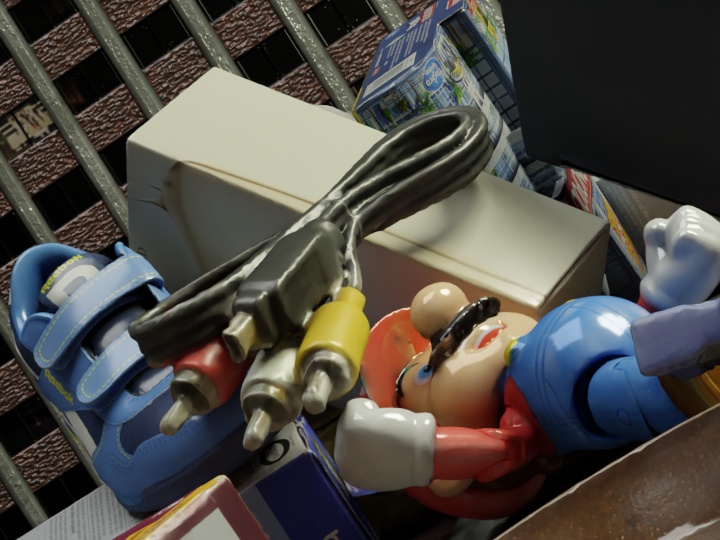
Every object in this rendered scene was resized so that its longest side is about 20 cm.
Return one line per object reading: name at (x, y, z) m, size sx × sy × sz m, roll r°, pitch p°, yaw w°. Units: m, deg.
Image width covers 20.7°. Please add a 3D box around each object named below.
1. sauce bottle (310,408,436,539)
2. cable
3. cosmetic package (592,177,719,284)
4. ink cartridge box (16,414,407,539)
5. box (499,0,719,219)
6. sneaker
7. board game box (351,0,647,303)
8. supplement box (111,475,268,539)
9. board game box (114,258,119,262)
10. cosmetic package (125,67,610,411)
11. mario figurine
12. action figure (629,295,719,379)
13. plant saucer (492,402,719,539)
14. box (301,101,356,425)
sauce bottle at (-0.040, 0.119, 0.909) m, size 0.199 × 0.066 × 0.066 m, roll -32°, pitch 1°, yaw 17°
cable at (-0.015, 0.001, 0.756) m, size 0.097 × 0.051 × 0.200 m, roll -8°, pitch 23°, yaw 32°
cosmetic package at (0.201, -0.052, 1.015) m, size 0.107 × 0.090 × 0.200 m, roll -33°, pitch -2°, yaw -39°
ink cartridge box at (-0.065, 0.120, 0.790) m, size 0.200 × 0.077 × 0.136 m, roll -34°, pitch 12°, yaw -2°
box at (0.196, -0.115, 0.830) m, size 0.200 × 0.118 × 0.196 m, roll -34°, pitch 37°, yaw -30°
sneaker at (-0.096, 0.038, 0.802) m, size 0.074 × 0.083 × 0.200 m, roll -35°, pitch 23°, yaw -19°
board game box at (0.081, -0.030, 0.958) m, size 0.062 × 0.200 × 0.200 m, roll -33°, pitch 11°, yaw 12°
supplement box at (-0.112, 0.158, 0.623) m, size 0.200 × 0.086 × 0.110 m, roll -33°, pitch 1°, yaw 33°
board game box at (-0.071, 0.061, 1.164) m, size 0.045 × 0.201 × 0.134 m, roll 21°, pitch 42°, yaw 41°
cosmetic package at (0.000, 0.000, 0.847) m, size 0.073 × 0.199 × 0.104 m, roll -46°, pitch -32°, yaw -43°
mario figurine at (0.063, 0.026, 0.692) m, size 0.123 × 0.107 × 0.200 m, roll 11°, pitch -19°, yaw -37°
action figure at (0.164, -0.037, 0.530) m, size 0.199 × 0.105 × 0.193 m, roll -17°, pitch -14°, yaw 14°
plant saucer at (0.063, 0.079, 0.460) m, size 0.200 × 0.035 × 0.200 m, roll -32°, pitch 1°, yaw 1°
box at (-0.050, 0.023, 1.005) m, size 0.200 × 0.109 × 0.128 m, roll -47°, pitch 28°, yaw -12°
